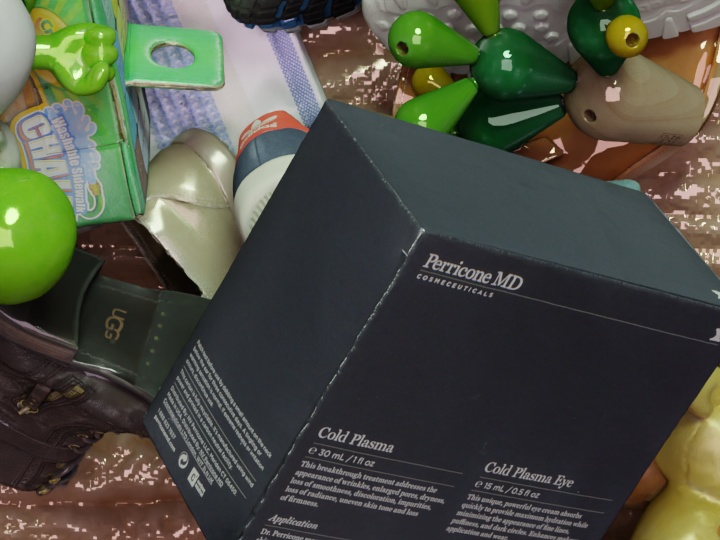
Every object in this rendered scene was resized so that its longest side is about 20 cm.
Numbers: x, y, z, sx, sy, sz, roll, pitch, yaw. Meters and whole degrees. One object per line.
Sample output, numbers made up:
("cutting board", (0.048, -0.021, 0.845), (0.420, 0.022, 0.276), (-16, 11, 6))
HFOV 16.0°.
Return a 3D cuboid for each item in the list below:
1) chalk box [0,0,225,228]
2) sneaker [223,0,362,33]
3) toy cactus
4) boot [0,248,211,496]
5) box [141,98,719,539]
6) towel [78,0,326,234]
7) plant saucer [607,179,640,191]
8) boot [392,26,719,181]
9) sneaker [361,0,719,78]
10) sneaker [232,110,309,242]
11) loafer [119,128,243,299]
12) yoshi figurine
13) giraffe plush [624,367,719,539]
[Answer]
("chalk box", (-0.166, -0.096, 1.223), (0.199, 0.125, 0.124), (-10, 119, 1))
("sneaker", (0.012, -0.188, 1.283), (0.199, 0.075, 0.087), (-27, 84, -14))
("toy cactus", (0.090, -0.087, 1.198), (0.164, 0.103, 0.200), (13, 137, -27))
("boot", (-0.131, 0.067, 1.268), (0.199, 0.174, 0.069), (30, 55, -7))
("box", (0.038, 0.044, 1.151), (0.199, 0.104, 0.183), (14, 118, -37))
("towel", (-0.128, -0.104, 1.311), (0.199, 0.024, 0.148), (-24, 98, 3))
("plant saucer", (0.045, -0.007, 1.284), (0.199, 0.019, 0.070), (-1, 112, 20))
("boot", (0.097, -0.092, 1.299), (0.155, 0.077, 0.201), (22, 102, 1))
("sneaker", (0.098, -0.151, 1.250), (0.199, 0.077, 0.081), (-9, 61, 1))
("sneaker", (0.000, 0.000, 1.259), (0.075, 0.085, 0.200), (-26, 128, 7))
("loafer", (-0.067, 0.030, 1.289), (0.068, 0.076, 0.201), (-26, 97, -19))
("yoshi figurine", (-0.157, -0.067, 1.110), (0.112, 0.112, 0.201), (-1, 127, -14))
("giraffe plush", (0.167, 0.128, 1.286), (0.199, 0.173, 0.163), (2, 74, 9))
